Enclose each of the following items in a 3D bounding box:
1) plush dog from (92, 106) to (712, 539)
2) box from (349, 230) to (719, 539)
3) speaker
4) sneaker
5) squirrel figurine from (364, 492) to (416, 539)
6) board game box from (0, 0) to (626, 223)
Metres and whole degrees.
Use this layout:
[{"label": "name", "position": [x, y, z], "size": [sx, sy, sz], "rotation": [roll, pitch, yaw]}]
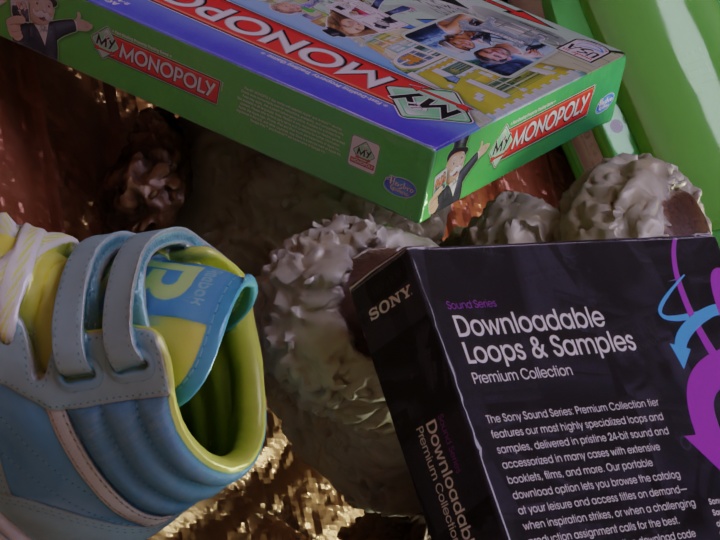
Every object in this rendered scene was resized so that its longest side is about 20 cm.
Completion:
[{"label": "plush dog", "position": [0.000, 0.000, 1.021], "size": [0.200, 0.160, 0.172], "rotation": [-13, 58, -40]}, {"label": "box", "position": [0.085, 0.086, 0.886], "size": [0.143, 0.036, 0.200], "rotation": [-2, 69, -44]}, {"label": "speaker", "position": [0.127, -0.072, 1.238], "size": [0.088, 0.088, 0.200], "rotation": [-13, 78, -52]}, {"label": "sneaker", "position": [-0.105, 0.000, 0.882], "size": [0.200, 0.131, 0.080], "rotation": [48, 40, -17]}, {"label": "squirrel figurine", "position": [0.056, 0.157, 0.964], "size": [0.200, 0.141, 0.187], "rotation": [60, 43, -31]}, {"label": "board game box", "position": [-0.027, -0.083, 1.005], "size": [0.200, 0.029, 0.135], "rotation": [25, 28, 23]}]
